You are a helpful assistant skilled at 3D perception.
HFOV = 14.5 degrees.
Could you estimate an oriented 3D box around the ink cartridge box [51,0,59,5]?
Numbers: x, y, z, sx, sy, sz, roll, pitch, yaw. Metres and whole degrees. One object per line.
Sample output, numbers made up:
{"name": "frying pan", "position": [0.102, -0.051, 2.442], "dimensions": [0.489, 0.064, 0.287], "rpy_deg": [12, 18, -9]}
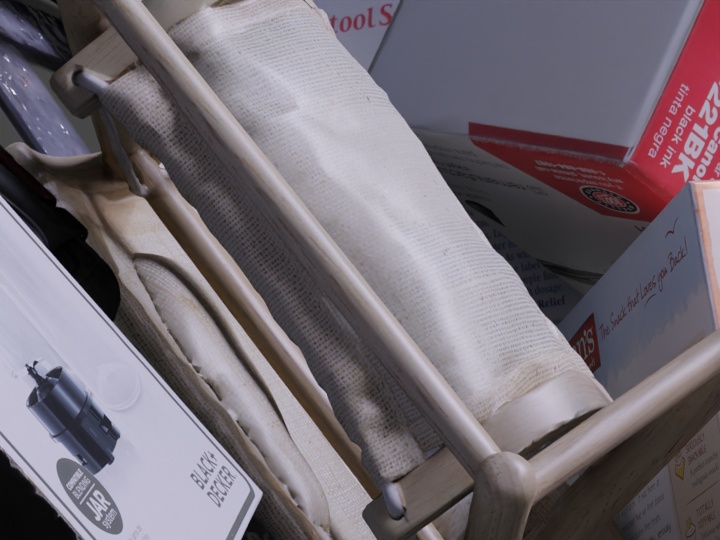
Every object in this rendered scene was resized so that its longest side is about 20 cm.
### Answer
{"name": "ink cartridge box", "position": [-0.149, -0.158, 1.025], "dimensions": [0.200, 0.047, 0.198], "rpy_deg": [58, 13, 26]}

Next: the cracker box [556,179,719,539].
{"name": "cracker box", "position": [0.119, 0.087, 0.870], "dimensions": [0.134, 0.057, 0.201], "rpy_deg": [125, -40, -66]}

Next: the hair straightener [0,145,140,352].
{"name": "hair straightener", "position": [-0.126, -0.032, 0.741], "dimensions": [0.200, 0.041, 0.077], "rpy_deg": [50, 11, -22]}

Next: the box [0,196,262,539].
{"name": "box", "position": [-0.113, 0.005, 0.587], "dimensions": [0.200, 0.060, 0.117], "rpy_deg": [49, 11, -6]}

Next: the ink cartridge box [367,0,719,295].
{"name": "ink cartridge box", "position": [0.118, -0.034, 1.000], "dimensions": [0.200, 0.084, 0.144], "rpy_deg": [33, -13, -39]}

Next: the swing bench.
{"name": "swing bench", "position": [0.000, 0.000, 0.808], "dimensions": [0.199, 0.130, 0.200], "rpy_deg": [52, -28, 15]}

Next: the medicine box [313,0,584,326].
{"name": "medicine box", "position": [0.033, -0.093, 1.146], "dimensions": [0.182, 0.103, 0.201], "rpy_deg": [-89, 169, -73]}
